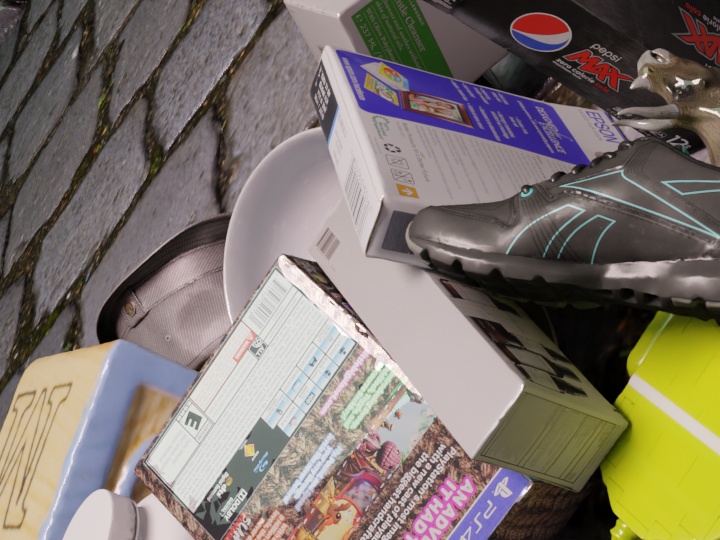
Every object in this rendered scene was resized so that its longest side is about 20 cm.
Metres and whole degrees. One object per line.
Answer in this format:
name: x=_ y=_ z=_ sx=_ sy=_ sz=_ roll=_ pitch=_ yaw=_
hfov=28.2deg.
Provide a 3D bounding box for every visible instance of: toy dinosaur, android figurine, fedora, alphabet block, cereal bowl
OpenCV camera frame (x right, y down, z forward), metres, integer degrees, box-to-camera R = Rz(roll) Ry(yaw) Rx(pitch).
toy dinosaur: x=0.229 y=-0.071 z=0.684 sx=0.200 sy=0.077 sz=0.102 roll=26 pitch=76 yaw=43
android figurine: x=0.186 y=0.060 z=0.688 sx=0.201 sy=0.041 sz=0.182 roll=-60 pitch=26 yaw=5
fedora: x=-0.126 y=0.045 z=1.209 sx=0.200 sy=0.176 sz=0.091 roll=-39 pitch=64 yaw=28
alphabet block: x=-0.173 y=0.182 z=1.097 sx=0.200 sy=0.195 sz=0.197 roll=-13 pitch=53 yaw=58
cereal bowl: x=0.000 y=0.000 z=1.015 sx=0.199 sy=0.083 sz=0.201 roll=-3 pitch=85 yaw=40

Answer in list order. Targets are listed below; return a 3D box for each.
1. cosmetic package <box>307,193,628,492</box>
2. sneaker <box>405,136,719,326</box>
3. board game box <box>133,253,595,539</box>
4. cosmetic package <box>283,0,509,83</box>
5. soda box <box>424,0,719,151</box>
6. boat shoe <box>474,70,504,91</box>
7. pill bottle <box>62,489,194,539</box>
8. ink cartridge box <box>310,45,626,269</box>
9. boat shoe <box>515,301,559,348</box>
cosmetic package: x=0.052 y=0.031 z=0.771 sx=0.051 sy=0.082 sz=0.200 roll=-55 pitch=40 yaw=14
sneaker: x=0.120 y=-0.021 z=0.685 sx=0.199 sy=0.075 sz=0.080 roll=6 pitch=81 yaw=22
board game box: x=-0.001 y=0.116 z=0.810 sx=0.200 sy=0.097 sz=0.160 roll=42 pitch=104 yaw=27
cosmetic package: x=0.060 y=-0.197 z=0.992 sx=0.200 sy=0.108 sz=0.085 roll=-40 pitch=32 yaw=-13
soda box: x=0.132 y=-0.143 z=0.794 sx=0.063 sy=0.199 sz=0.071 roll=-23 pitch=47 yaw=52
boat shoe: x=0.059 y=-0.129 z=1.076 sx=0.074 sy=0.068 sz=0.200 roll=-57 pitch=26 yaw=15
pill bottle: x=-0.086 y=0.205 z=0.892 sx=0.112 sy=0.199 sz=0.113 roll=-44 pitch=31 yaw=36
ink cartridge box: x=0.081 y=-0.055 z=0.834 sx=0.198 sy=0.199 sz=0.044 roll=-108 pitch=32 yaw=-57
boat shoe: x=0.049 y=-0.008 z=0.888 sx=0.067 sy=0.057 sz=0.201 roll=-42 pitch=66 yaw=26
